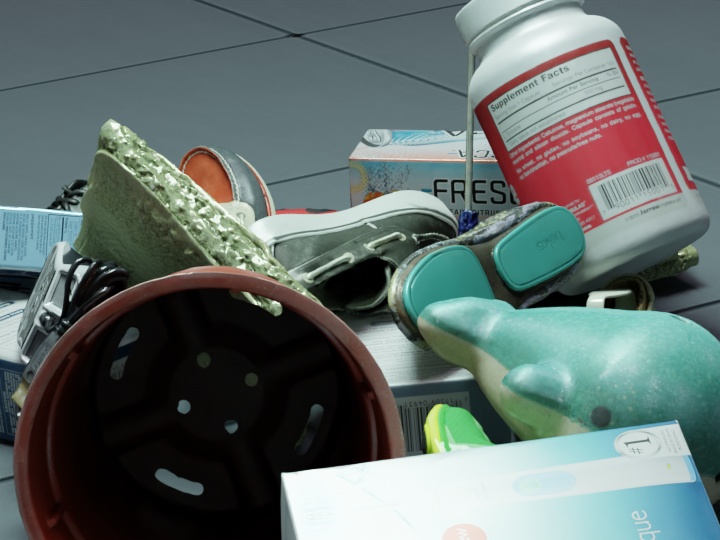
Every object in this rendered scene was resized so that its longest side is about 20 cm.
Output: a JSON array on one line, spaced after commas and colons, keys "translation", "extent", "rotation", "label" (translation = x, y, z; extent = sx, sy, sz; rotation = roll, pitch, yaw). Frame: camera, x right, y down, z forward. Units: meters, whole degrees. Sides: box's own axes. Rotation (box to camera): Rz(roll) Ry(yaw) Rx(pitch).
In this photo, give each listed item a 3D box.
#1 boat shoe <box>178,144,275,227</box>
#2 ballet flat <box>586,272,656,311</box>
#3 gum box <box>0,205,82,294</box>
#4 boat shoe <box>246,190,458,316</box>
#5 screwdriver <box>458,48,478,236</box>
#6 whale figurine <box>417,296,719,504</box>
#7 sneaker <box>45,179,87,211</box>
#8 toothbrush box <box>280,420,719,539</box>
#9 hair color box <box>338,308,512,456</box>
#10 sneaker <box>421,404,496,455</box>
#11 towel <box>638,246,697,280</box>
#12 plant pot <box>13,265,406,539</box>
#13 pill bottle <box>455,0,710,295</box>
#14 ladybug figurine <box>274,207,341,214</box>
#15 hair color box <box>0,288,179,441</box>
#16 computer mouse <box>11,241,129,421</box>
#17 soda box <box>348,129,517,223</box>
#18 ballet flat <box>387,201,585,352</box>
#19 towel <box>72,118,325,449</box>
[{"translation": [-0.095, -0.006, 1.832], "extent": [0.071, 0.200, 0.063], "rotation": [-35, -41, 30], "label": "boat shoe"}, {"translation": [0.140, 0.052, 1.751], "extent": [0.067, 0.062, 0.200], "rotation": [2, 19, 20], "label": "ballet flat"}, {"translation": [-0.238, -0.012, 1.925], "extent": [0.200, 0.045, 0.170], "rotation": [5, -8, -9], "label": "gum box"}, {"translation": [0.000, 0.000, 1.765], "extent": [0.200, 0.071, 0.064], "rotation": [-12, 49, -47], "label": "boat shoe"}, {"translation": [0.074, -0.056, 1.889], "extent": [0.028, 0.200, 0.029], "rotation": [0, 10, -19], "label": "screwdriver"}, {"translation": [0.130, 0.055, 1.580], "extent": [0.200, 0.104, 0.159], "rotation": [33, 14, 32], "label": "whale figurine"}, {"translation": [-0.218, -0.027, 2.075], "extent": [0.200, 0.079, 0.075], "rotation": [-17, 21, -32], "label": "sneaker"}, {"translation": [0.071, 0.159, 1.318], "extent": [0.200, 0.085, 0.146], "rotation": [-7, 39, -6], "label": "toothbrush box"}, {"translation": [0.034, 0.063, 1.746], "extent": [0.099, 0.061, 0.200], "rotation": [-5, 18, -3], "label": "hair color box"}, {"translation": [0.088, 0.132, 1.497], "extent": [0.083, 0.074, 0.200], "rotation": [-13, 28, -17], "label": "sneaker"}, {"translation": [0.127, -0.017, 1.996], "extent": [0.200, 0.037, 0.148], "rotation": [-7, 19, -9], "label": "towel"}, {"translation": [-0.080, 0.084, 1.517], "extent": [0.200, 0.201, 0.195], "rotation": [-5, 10, -1], "label": "plant pot"}, {"translation": [0.140, -0.094, 1.839], "extent": [0.112, 0.200, 0.112], "rotation": [-23, -9, -4], "label": "pill bottle"}, {"translation": [-0.048, 0.004, 1.906], "extent": [0.200, 0.072, 0.136], "rotation": [-2, 28, 23], "label": "ladybug figurine"}, {"translation": [-0.223, 0.062, 1.817], "extent": [0.200, 0.061, 0.100], "rotation": [11, 24, 41], "label": "hair color box"}, {"translation": [-0.173, 0.028, 1.684], "extent": [0.044, 0.110, 0.200], "rotation": [23, 8, -10], "label": "computer mouse"}, {"translation": [0.096, -0.058, 1.947], "extent": [0.200, 0.064, 0.068], "rotation": [2, 21, 13], "label": "soda box"}, {"translation": [0.064, 0.012, 1.719], "extent": [0.072, 0.072, 0.200], "rotation": [8, 20, 35], "label": "ballet flat"}, {"translation": [-0.099, 0.012, 1.696], "extent": [0.200, 0.148, 0.036], "rotation": [42, 59, 19], "label": "towel"}]
